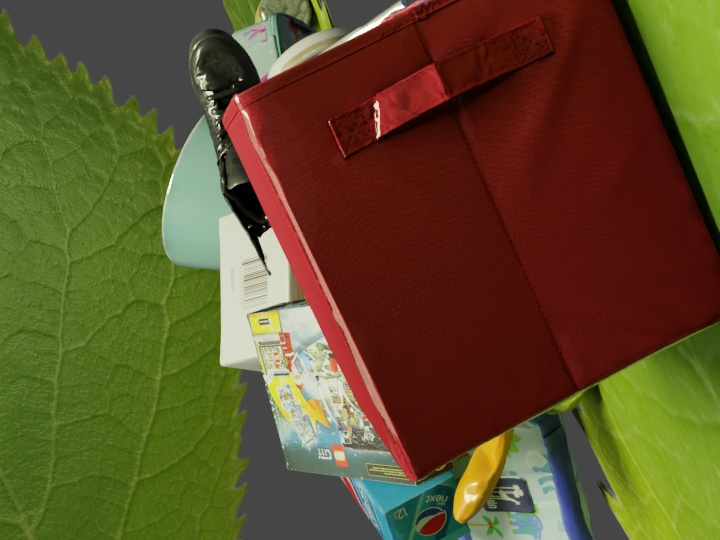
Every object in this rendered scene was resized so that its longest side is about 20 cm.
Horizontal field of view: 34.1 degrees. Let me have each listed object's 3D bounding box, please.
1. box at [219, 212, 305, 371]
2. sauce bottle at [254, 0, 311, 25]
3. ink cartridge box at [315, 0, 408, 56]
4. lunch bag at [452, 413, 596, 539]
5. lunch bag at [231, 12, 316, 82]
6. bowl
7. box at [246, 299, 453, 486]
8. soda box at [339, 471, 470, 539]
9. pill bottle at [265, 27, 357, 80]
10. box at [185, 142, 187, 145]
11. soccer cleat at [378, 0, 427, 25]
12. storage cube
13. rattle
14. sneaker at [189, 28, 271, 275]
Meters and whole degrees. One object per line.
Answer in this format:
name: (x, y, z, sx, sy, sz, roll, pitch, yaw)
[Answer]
box: (-0.037, 0.025, 1.191, 0.198, 0.105, 0.155, 14, -112, -46)
sauce bottle: (-0.100, -0.306, 1.436, 0.200, 0.064, 0.066, -147, 33, -78)
ink cartridge box: (0.007, -0.079, 0.936, 0.043, 0.198, 0.199, -18, -97, -59)
lunch bag: (0.122, 0.159, 1.020, 0.199, 0.126, 0.172, 21, 136, 58)
lunch bag: (-0.056, -0.158, 1.206, 0.159, 0.076, 0.204, 17, -122, -53)
bowl: (-0.119, -0.081, 1.282, 0.104, 0.203, 0.202, 22, 159, 16)
box: (-0.014, 0.090, 0.915, 0.199, 0.037, 0.139, -9, 98, 59)
soda box: (0.017, 0.163, 1.016, 0.200, 0.067, 0.065, 45, 156, 58)
pill bottle: (0.000, -0.103, 1.040, 0.116, 0.114, 0.202, 78, 167, -69)
box: (-0.097, -0.136, 1.430, 0.163, 0.198, 0.049, 61, -177, 30)
soccer cleat: (0.034, -0.151, 0.783, 0.200, 0.067, 0.075, 120, 143, -80)
storage cube: (0.047, -0.033, 0.574, 0.182, 0.169, 0.200, 64, 175, -6)
rattle: (0.057, 0.048, 0.834, 0.201, 0.142, 0.130, 50, -178, -17)
sneaker: (-0.101, -0.104, 1.033, 0.105, 0.059, 0.203, -107, 1, -61)
